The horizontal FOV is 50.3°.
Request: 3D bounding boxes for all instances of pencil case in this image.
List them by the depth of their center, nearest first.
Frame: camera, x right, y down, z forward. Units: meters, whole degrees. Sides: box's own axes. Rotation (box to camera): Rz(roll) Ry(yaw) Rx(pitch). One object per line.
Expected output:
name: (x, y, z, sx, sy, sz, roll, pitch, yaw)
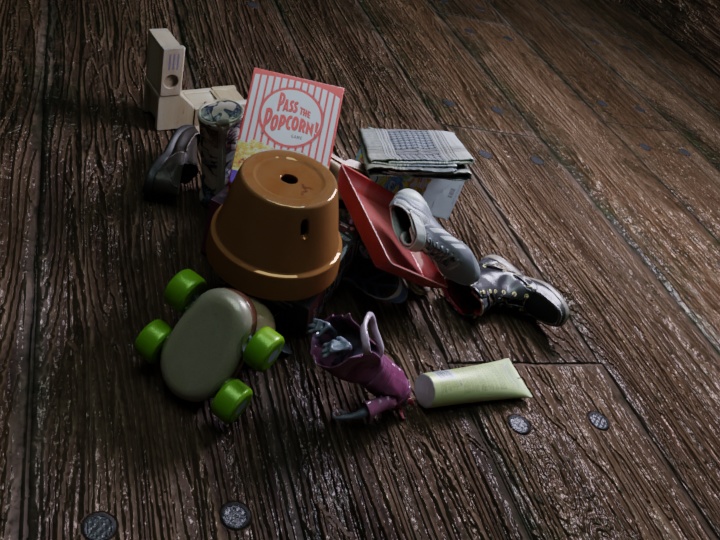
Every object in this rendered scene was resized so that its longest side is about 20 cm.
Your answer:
pencil case: (-0.239, -0.198, 1.316, 0.077, 0.201, 0.090, -9, 48, -19)

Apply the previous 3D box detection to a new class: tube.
tube: (0.175, 0.175, 1.175, 0.199, 0.059, 0.052, -3, 0, -34)

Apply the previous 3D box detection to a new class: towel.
towel: (0.096, -0.215, 1.370, 0.191, 0.035, 0.200, 2, 30, -7)

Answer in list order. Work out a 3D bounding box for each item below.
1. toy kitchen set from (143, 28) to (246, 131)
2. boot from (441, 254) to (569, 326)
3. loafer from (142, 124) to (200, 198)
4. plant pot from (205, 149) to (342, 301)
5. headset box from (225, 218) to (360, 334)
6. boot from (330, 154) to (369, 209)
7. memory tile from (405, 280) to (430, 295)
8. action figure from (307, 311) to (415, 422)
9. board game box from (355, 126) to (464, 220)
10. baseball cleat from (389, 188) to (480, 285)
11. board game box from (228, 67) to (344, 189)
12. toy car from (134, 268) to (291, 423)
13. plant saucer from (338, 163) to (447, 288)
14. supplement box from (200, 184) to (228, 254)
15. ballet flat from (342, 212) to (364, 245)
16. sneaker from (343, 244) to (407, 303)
toy kitchen set: (-0.297, -0.353, 1.503, 0.199, 0.181, 0.163, -14, 49, -32)
boot: (0.250, 0.049, 1.346, 0.150, 0.074, 0.200, -17, 46, -42)
loafer: (-0.324, -0.188, 1.382, 0.071, 0.073, 0.201, 23, 44, -5)
plant pot: (-0.113, -0.076, 1.088, 0.199, 0.141, 0.201, 11, 39, -9)
headset box: (-0.108, -0.006, 1.200, 0.148, 0.075, 0.200, 26, 55, 11)
boot: (-0.069, -0.157, 1.296, 0.199, 0.074, 0.076, 12, 66, -29)
memory tile: (0.094, -0.039, 1.369, 0.154, 0.017, 0.200, 51, 30, 4)
action figure: (0.020, 0.132, 1.064, 0.200, 0.148, 0.134, 42, 37, -27)
board game box: (0.092, -0.191, 1.495, 0.103, 0.105, 0.200, 8, 19, -46)
baseball cleat: (0.113, -0.037, 1.240, 0.200, 0.070, 0.107, 46, 35, -7)
board game box: (-0.117, -0.210, 1.225, 0.150, 0.046, 0.201, 11, 74, -6)
toy car: (-0.176, 0.096, 1.063, 0.164, 0.158, 0.200, 35, 9, 13)
plant saucer: (0.046, -0.061, 1.251, 0.199, 0.037, 0.201, 21, 37, -56)
supplement box: (-0.179, -0.102, 1.299, 0.085, 0.111, 0.200, 25, 36, 7)
ballet flat: (0.012, -0.088, 1.407, 0.071, 0.070, 0.200, 14, 16, 28)
sneaker: (0.000, 0.000, 1.304, 0.200, 0.076, 0.077, 39, 1, 36)
